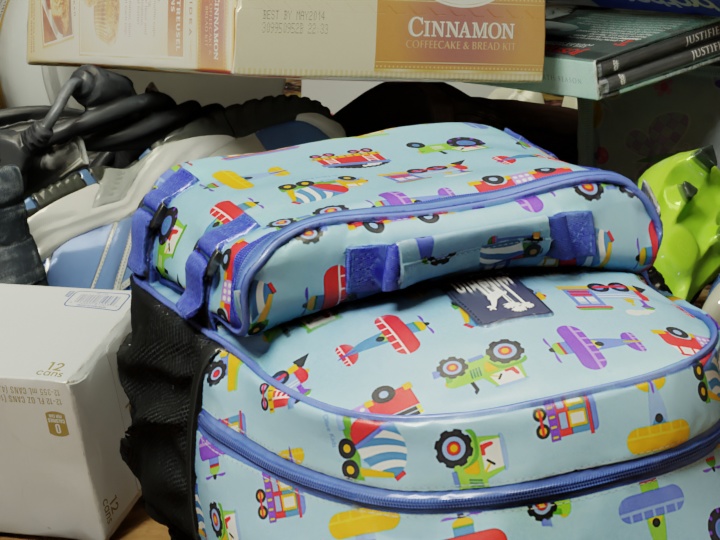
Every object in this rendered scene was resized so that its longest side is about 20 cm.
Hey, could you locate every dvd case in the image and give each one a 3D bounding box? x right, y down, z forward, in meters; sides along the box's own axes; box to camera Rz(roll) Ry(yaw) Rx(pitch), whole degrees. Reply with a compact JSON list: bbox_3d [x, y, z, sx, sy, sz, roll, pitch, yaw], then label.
[{"bbox_3d":[0.134,-0.119,1.248,0.199,0.022,0.146,-19,19,-34],"label":"dvd case"}]

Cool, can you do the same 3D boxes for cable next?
[{"bbox_3d":[-0.157,-0.037,1.214,0.200,0.051,0.163,-30,-10,31],"label":"cable"}]

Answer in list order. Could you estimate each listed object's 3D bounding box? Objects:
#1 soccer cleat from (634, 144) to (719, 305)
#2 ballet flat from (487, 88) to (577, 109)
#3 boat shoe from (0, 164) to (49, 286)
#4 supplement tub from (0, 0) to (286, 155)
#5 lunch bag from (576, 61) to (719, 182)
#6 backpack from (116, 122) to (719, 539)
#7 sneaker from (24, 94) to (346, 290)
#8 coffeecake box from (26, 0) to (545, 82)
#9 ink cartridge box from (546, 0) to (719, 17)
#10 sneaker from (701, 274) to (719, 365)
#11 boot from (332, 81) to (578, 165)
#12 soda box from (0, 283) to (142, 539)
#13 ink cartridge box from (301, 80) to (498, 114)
[{"bbox_3d":[0.097,0.015,1.101,0.081,0.068,0.200,-38,1,40],"label":"soccer cleat"},{"bbox_3d":[0.106,-0.077,1.467,0.199,0.070,0.069,-9,15,-26],"label":"ballet flat"},{"bbox_3d":[-0.214,0.011,1.065,0.199,0.091,0.071,-8,10,13],"label":"boat shoe"},{"bbox_3d":[-0.132,-0.105,1.393,0.144,0.145,0.200,-9,4,-25],"label":"supplement tub"},{"bbox_3d":[0.222,-0.067,1.279,0.199,0.128,0.169,10,21,25],"label":"lunch bag"},{"bbox_3d":[0.029,0.041,0.835,0.182,0.135,0.200,-8,17,-18],"label":"backpack"},{"bbox_3d":[-0.075,-0.013,1.147,0.200,0.077,0.076,-30,-12,-39],"label":"sneaker"},{"bbox_3d":[-0.036,-0.121,1.179,0.153,0.073,0.200,-1,5,-31],"label":"coffeecake box"},{"bbox_3d":[0.081,-0.159,1.210,0.094,0.044,0.200,33,-13,-38],"label":"ink cartridge box"},{"bbox_3d":[0.237,0.005,1.060,0.199,0.077,0.111,-5,21,18],"label":"sneaker"},{"bbox_3d":[0.017,-0.039,1.338,0.186,0.065,0.200,-21,-11,30],"label":"boot"},{"bbox_3d":[-0.170,0.045,0.966,0.199,0.068,0.064,3,31,23],"label":"soda box"},{"bbox_3d":[0.033,-0.160,1.549,0.083,0.201,0.145,-5,13,-28],"label":"ink cartridge box"}]
